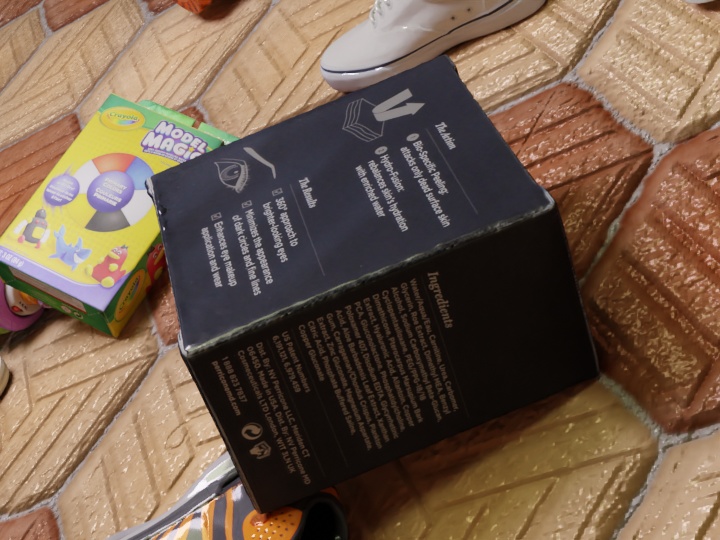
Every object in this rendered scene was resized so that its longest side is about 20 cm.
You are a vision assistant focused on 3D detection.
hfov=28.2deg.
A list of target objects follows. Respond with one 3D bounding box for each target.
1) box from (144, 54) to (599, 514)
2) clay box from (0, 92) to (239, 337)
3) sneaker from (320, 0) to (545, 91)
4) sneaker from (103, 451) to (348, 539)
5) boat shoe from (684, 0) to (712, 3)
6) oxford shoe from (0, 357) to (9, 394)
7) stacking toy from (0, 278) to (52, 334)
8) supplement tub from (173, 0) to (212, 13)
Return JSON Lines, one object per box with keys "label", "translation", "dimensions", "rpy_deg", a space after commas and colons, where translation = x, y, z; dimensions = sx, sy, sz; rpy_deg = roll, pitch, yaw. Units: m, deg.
{"label": "box", "translation": [0.000, 0.000, 0.791], "dimensions": [0.198, 0.118, 0.197], "rpy_deg": [-22, 33, -1]}
{"label": "clay box", "translation": [-0.188, -0.057, 1.132], "dimensions": [0.114, 0.048, 0.201], "rpy_deg": [23, 65, 18]}
{"label": "sneaker", "translation": [0.043, -0.201, 1.079], "dimensions": [0.198, 0.071, 0.074], "rpy_deg": [-22, 36, 29]}
{"label": "sneaker", "translation": [-0.089, 0.177, 0.755], "dimensions": [0.200, 0.078, 0.112], "rpy_deg": [-45, 30, -6]}
{"label": "boat shoe", "translation": [0.256, -0.259, 0.924], "dimensions": [0.075, 0.060, 0.201], "rpy_deg": [6, 55, 51]}
{"label": "oxford shoe", "translation": [-0.355, 0.137, 1.119], "dimensions": [0.075, 0.058, 0.201], "rpy_deg": [8, 59, 49]}
{"label": "stacking toy", "translation": [-0.299, 0.013, 1.190], "dimensions": [0.197, 0.116, 0.111], "rpy_deg": [1, 55, 30]}
{"label": "supplement tub", "translation": [-0.126, -0.358, 1.410], "dimensions": [0.200, 0.123, 0.122], "rpy_deg": [-49, 32, -11]}
